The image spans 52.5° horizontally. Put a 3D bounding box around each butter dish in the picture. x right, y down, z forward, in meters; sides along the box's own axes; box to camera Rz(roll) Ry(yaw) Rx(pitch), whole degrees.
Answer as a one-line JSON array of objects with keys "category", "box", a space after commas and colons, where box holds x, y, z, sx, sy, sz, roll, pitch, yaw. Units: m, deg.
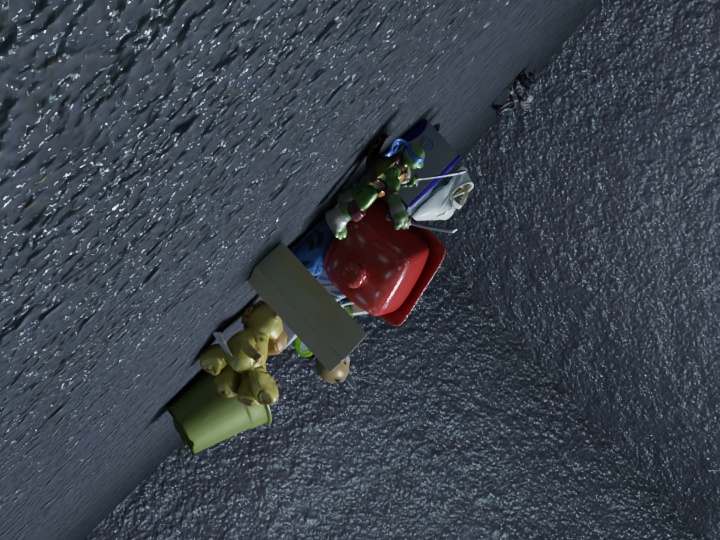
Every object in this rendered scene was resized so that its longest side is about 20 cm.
[{"category": "butter dish", "box": [0.015, -0.010, 1.282, 0.147, 0.199, 0.202, -29, 154, -58]}]

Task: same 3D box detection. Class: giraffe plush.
[{"category": "giraffe plush", "box": [-0.207, 0.140, 1.421, 0.163, 0.168, 0.204, -56, 151, -42]}]

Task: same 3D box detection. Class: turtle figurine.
[{"category": "turtle figurine", "box": [0.053, -0.108, 1.174, 0.191, 0.148, 0.198, -25, 145, 33]}]

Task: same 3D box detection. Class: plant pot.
[{"category": "plant pot", "box": [-0.333, 0.313, 1.672, 0.187, 0.203, 0.200, -29, 171, -24]}]

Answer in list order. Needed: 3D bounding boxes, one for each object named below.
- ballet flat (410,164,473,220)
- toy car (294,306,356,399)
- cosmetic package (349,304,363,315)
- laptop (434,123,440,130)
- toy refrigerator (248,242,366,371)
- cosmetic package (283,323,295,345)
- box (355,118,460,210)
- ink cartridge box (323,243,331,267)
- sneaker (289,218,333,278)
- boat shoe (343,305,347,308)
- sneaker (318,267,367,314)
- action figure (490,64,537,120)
[{"category": "ballet flat", "box": [0.170, -0.141, 1.437, 0.200, 0.069, 0.070, -45, 179, -42]}, {"category": "toy car", "box": [-0.056, 0.214, 1.802, 0.155, 0.204, 0.164, -27, -175, 11]}, {"category": "cosmetic package", "box": [0.016, -0.008, 1.635, 0.102, 0.206, 0.071, -8, 175, -3]}, {"category": "laptop", "box": [0.081, -0.227, 1.629, 0.196, 0.119, 0.187, -13, -167, 28]}, {"category": "toy refrigerator", "box": [-0.084, 0.058, 1.167, 0.070, 0.200, 0.076, -41, 177, -28]}, {"category": "cosmetic package", "box": [-0.158, 0.090, 1.642, 0.071, 0.102, 0.200, -41, 175, -31]}, {"category": "box", "box": [0.069, -0.158, 1.405, 0.184, 0.105, 0.200, -45, 177, -32]}, {"category": "ink cartridge box", "box": [0.000, 0.000, 1.514, 0.086, 0.196, 0.144, -69, 169, 17]}, {"category": "sneaker", "box": [-0.090, -0.019, 1.297, 0.200, 0.078, 0.066, -46, 177, -39]}, {"category": "boat shoe", "box": [-0.064, 0.021, 1.624, 0.202, 0.067, 0.058, -106, -163, -56]}, {"category": "sneaker", "box": [-0.065, 0.036, 1.420, 0.072, 0.194, 0.074, 71, 32, -67]}, {"category": "action figure", "box": [0.536, -0.589, 2.453, 0.200, 0.102, 0.119, -44, 166, 6]}]
